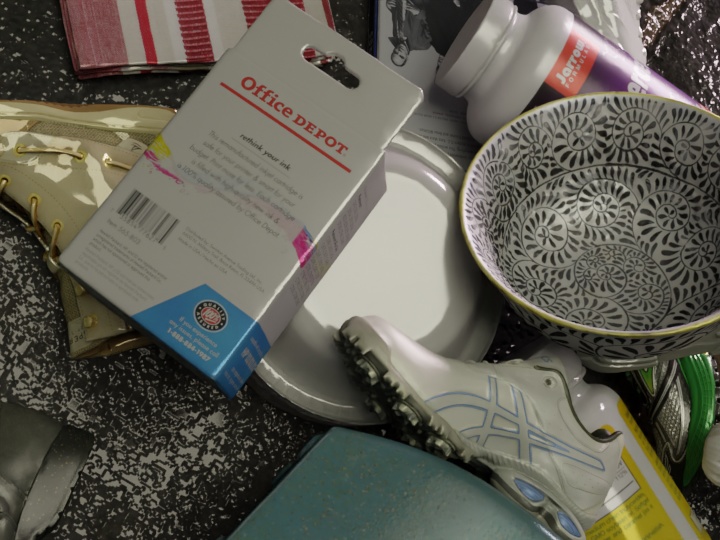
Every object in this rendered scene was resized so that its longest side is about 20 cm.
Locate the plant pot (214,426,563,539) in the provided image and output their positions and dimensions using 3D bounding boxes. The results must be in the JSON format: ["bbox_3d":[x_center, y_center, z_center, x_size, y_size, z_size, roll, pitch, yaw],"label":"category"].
[{"bbox_3d":[0.004,0.207,0.656,0.200,0.196,0.196,45,64,4],"label":"plant pot"}]

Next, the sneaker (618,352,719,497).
[{"bbox_3d":[0.217,0.071,0.845,0.084,0.078,0.202,-5,69,6],"label":"sneaker"}]

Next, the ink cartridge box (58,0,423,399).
[{"bbox_3d":[-0.062,-0.043,0.654,0.115,0.068,0.201,35,78,11],"label":"ink cartridge box"}]

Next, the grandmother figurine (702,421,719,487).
[{"bbox_3d":[0.287,0.117,0.808,0.199,0.060,0.123,-6,82,-59],"label":"grandmother figurine"}]

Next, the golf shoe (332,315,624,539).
[{"bbox_3d":[0.074,0.078,0.677,0.200,0.078,0.097,42,76,-15],"label":"golf shoe"}]

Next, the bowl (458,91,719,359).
[{"bbox_3d":[0.163,-0.012,0.722,0.198,0.095,0.202,-3,49,4],"label":"bowl"}]

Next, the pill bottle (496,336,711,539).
[{"bbox_3d":[0.150,0.150,0.767,0.114,0.114,0.201,-31,87,-26],"label":"pill bottle"}]

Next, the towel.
[{"bbox_3d":[-0.121,-0.211,0.819,0.198,0.023,0.146,-7,75,-25],"label":"towel"}]

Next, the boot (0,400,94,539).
[{"bbox_3d":[-0.248,0.153,0.644,0.130,0.068,0.201,25,60,-8],"label":"boot"}]

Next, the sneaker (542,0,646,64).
[{"bbox_3d":[0.197,-0.206,0.886,0.088,0.075,0.201,-36,109,-17],"label":"sneaker"}]

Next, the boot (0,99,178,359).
[{"bbox_3d":[-0.195,-0.022,0.707,0.198,0.073,0.157,-3,77,-25],"label":"boot"}]

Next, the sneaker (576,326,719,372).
[{"bbox_3d":[0.242,0.012,0.786,0.198,0.077,0.081,-8,59,4],"label":"sneaker"}]

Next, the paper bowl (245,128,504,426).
[{"bbox_3d":[0.000,0.000,0.744,0.198,0.104,0.203,2,81,-14],"label":"paper bowl"}]

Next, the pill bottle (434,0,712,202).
[{"bbox_3d":[0.156,-0.113,0.820,0.199,0.112,0.113,32,66,-10],"label":"pill bottle"}]

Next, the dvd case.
[{"bbox_3d":[0.077,-0.138,0.872,0.149,0.025,0.202,8,73,-19],"label":"dvd case"}]
